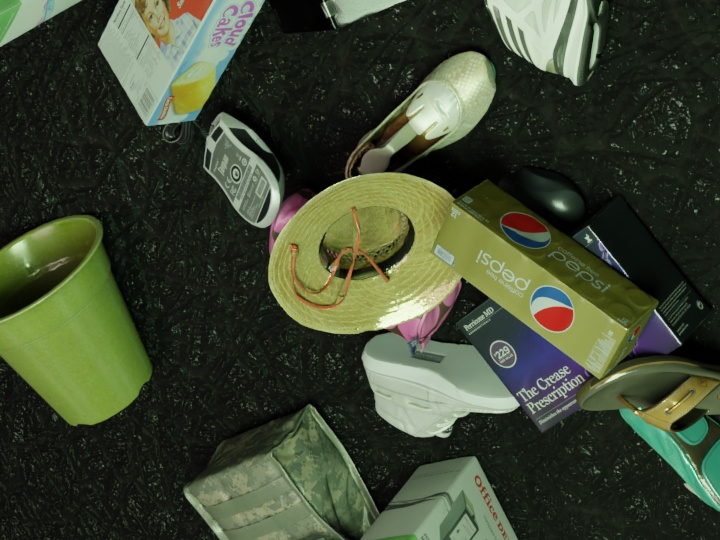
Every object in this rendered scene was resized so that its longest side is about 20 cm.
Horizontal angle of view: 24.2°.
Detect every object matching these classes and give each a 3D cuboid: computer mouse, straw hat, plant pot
[{"bbox_3d":[0.124,-0.070,1.621,0.198,0.034,0.059,7,121,32],"label":"computer mouse"},{"bbox_3d":[-0.131,-0.121,1.732,0.200,0.044,0.110,50,131,29],"label":"computer mouse"},{"bbox_3d":[0.002,-0.038,1.625,0.199,0.085,0.202,-5,128,-7],"label":"straw hat"},{"bbox_3d":[-0.337,0.070,1.940,0.199,0.201,0.191,-7,126,37],"label":"plant pot"}]

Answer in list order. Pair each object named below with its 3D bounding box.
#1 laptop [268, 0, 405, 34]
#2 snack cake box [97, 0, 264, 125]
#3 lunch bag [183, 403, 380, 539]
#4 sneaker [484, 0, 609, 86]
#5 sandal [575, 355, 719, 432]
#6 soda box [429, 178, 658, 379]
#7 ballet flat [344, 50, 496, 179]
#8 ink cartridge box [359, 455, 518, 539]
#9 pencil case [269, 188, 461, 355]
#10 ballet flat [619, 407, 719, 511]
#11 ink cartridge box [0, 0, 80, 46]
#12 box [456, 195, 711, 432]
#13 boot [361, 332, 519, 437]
[{"bbox_3d":[-0.026,-0.334,1.580,0.200,0.115,0.189,11,127,64],"label":"laptop"},{"bbox_3d":[-0.177,-0.254,1.669,0.115,0.067,0.200,58,135,22],"label":"snack cake box"},{"bbox_3d":[-0.076,0.278,1.916,0.163,0.118,0.201,-25,107,41],"label":"lunch bag"},{"bbox_3d":[0.160,-0.263,1.450,0.115,0.076,0.202,22,130,20],"label":"sneaker"},{"bbox_3d":[0.298,0.122,1.543,0.198,0.055,0.082,6,146,-9],"label":"sandal"},{"bbox_3d":[0.165,0.006,1.515,0.199,0.068,0.064,38,129,17],"label":"soda box"},{"bbox_3d":[0.056,-0.134,1.609,0.068,0.062,0.200,48,132,0],"label":"ballet flat"},{"bbox_3d":[0.081,0.311,1.770,0.084,0.200,0.146,-17,107,37],"label":"ink cartridge box"},{"bbox_3d":[0.000,0.000,1.716,0.199,0.091,0.094,33,144,16],"label":"pencil case"},{"bbox_3d":[0.323,0.174,1.622,0.200,0.067,0.070,48,157,1],"label":"ballet flat"},{"bbox_3d":[-0.369,-0.317,1.698,0.145,0.200,0.088,44,136,2],"label":"ink cartridge box"},{"bbox_3d":[0.209,0.044,1.601,0.142,0.079,0.200,53,133,3],"label":"box"},{"bbox_3d":[0.094,0.131,1.748,0.199,0.073,0.096,16,131,37],"label":"boot"}]
